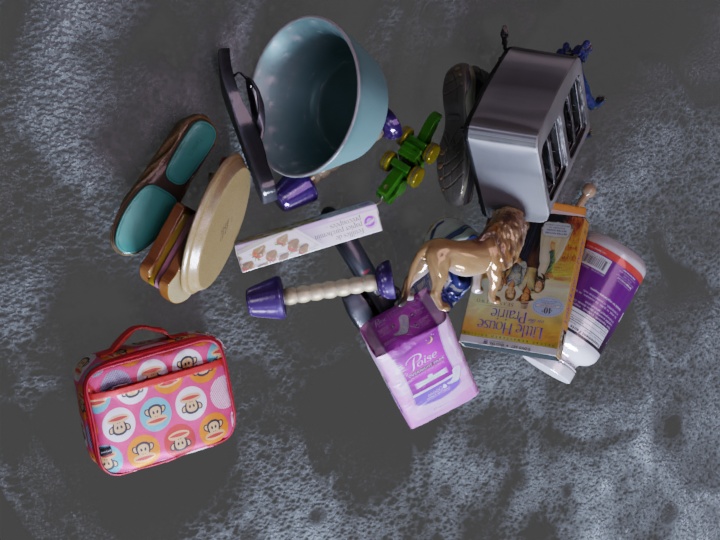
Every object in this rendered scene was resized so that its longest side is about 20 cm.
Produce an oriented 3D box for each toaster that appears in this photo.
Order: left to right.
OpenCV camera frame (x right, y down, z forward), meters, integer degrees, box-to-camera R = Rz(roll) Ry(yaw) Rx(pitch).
[{"bbox_3d":[0.227,-0.194,1.572,0.182,0.117,0.201,-60,148,-31],"label":"toaster"}]

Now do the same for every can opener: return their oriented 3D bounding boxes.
[{"bbox_3d":[0.000,0.000,1.601,0.078,0.063,0.202,-33,115,-17],"label":"can opener"}]

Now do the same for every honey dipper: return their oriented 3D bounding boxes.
[{"bbox_3d":[0.303,-0.050,1.763,0.038,0.038,0.201,36,85,-29],"label":"honey dipper"}]

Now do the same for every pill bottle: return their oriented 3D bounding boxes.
[{"bbox_3d":[0.310,0.053,1.617,0.112,0.112,0.202,33,85,-29],"label":"pill bottle"}]

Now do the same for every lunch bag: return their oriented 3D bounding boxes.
[{"bbox_3d":[-0.267,0.156,1.492,0.198,0.082,0.179,-15,104,-26],"label":"lunch bag"}]

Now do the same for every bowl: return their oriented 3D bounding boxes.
[{"bbox_3d":[-0.041,-0.216,1.473,0.104,0.199,0.204,2,102,-49],"label":"bowl"}]

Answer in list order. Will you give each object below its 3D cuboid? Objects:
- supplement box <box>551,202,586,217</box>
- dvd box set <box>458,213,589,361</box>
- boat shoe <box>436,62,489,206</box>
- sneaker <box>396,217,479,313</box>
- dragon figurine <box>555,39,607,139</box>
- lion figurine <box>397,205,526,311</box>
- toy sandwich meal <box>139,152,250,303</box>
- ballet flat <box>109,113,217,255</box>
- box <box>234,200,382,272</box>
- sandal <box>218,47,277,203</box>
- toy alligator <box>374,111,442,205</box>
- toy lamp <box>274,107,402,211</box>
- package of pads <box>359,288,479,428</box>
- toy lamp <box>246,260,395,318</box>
[{"bbox_3d":[0.250,-0.003,1.697,0.124,0.073,0.203,10,89,-12],"label":"supplement box"},{"bbox_3d":[0.226,0.016,1.589,0.029,0.145,0.203,40,62,-58],"label":"dvd box set"},{"bbox_3d":[0.159,-0.191,1.634,0.072,0.074,0.203,-2,103,-29],"label":"boat shoe"},{"bbox_3d":[0.113,0.025,1.653,0.074,0.088,0.203,12,98,-31],"label":"sneaker"},{"bbox_3d":[0.301,-0.240,1.705,0.099,0.059,0.202,26,88,-30],"label":"dragon figurine"},{"bbox_3d":[0.137,-0.017,1.535,0.198,0.072,0.124,-10,118,-31],"label":"lion figurine"},{"bbox_3d":[-0.203,-0.058,1.439,0.069,0.205,0.208,20,93,7],"label":"toy sandwich meal"},{"bbox_3d":[-0.253,-0.111,1.436,0.068,0.072,0.202,33,87,-35],"label":"ballet flat"},{"bbox_3d":[-0.071,-0.046,1.532,0.197,0.041,0.039,-17,104,-4],"label":"box"},{"bbox_3d":[-0.137,-0.185,1.454,0.042,0.076,0.203,-19,89,-9],"label":"sandal"},{"bbox_3d":[0.057,-0.132,1.608,0.201,0.059,0.054,-56,160,-5],"label":"toy alligator"},{"bbox_3d":[-0.034,-0.149,1.552,0.199,0.058,0.059,-39,116,-16],"label":"toy lamp"},{"bbox_3d":[0.087,0.129,1.627,0.119,0.076,0.201,-29,136,-4],"label":"package of pads"},{"bbox_3d":[-0.054,0.026,1.543,0.197,0.058,0.059,-11,108,-2],"label":"toy lamp"}]
